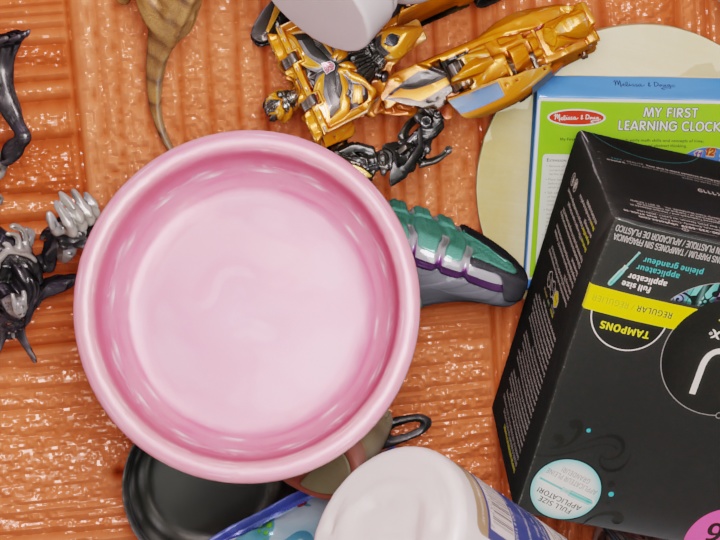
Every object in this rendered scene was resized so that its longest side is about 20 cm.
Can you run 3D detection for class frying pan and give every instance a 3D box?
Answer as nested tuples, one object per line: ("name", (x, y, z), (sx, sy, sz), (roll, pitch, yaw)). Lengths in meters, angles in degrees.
("frying pan", (-0.063, 0.108, 1.362), (0.190, 0.031, 0.115), (-38, 105, -4))

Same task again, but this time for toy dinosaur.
("toy dinosaur", (-0.115, -0.153, 1.286), (0.060, 0.107, 0.201), (-10, 144, -33))

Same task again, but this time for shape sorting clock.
("shape sorting clock", (0.170, -0.055, 1.363), (0.198, 0.039, 0.202), (-1, 111, -3))

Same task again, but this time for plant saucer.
("plant saucer", (-0.064, 0.022, 1.260), (0.199, 0.051, 0.202), (0, 82, 4))

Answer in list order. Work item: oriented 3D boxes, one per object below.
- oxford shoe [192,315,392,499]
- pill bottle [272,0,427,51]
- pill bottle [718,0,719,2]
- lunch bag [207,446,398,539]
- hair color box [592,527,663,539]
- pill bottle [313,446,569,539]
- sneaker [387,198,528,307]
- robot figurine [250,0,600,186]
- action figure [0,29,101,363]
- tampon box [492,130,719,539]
("oxford shoe", (-0.070, 0.058, 1.329), (0.200, 0.074, 0.071), (39, 129, 7))
("pill bottle", (0.029, -0.224, 1.244), (0.111, 0.111, 0.200), (43, 69, -13))
("pill bottle", (0.320, -0.189, 1.321), (0.198, 0.120, 0.121), (8, 99, -9))
("lunch bag", (-0.014, 0.228, 1.338), (0.199, 0.127, 0.171), (-35, 117, -11))
("hair color box", (0.163, 0.273, 1.389), (0.060, 0.100, 0.202), (12, 97, -9))
("pill bottle", (0.072, 0.190, 1.265), (0.111, 0.111, 0.200), (-51, 130, 2))
("sneaker", (0.000, 0.000, 1.340), (0.199, 0.074, 0.088), (20, 107, 0))
("robot figurine", (0.033, -0.138, 1.304), (0.199, 0.058, 0.146), (-25, 79, -5))
("action figure", (-0.219, -0.034, 1.280), (0.118, 0.102, 0.202), (-14, 100, -17))
("tampon box", (0.180, 0.044, 1.313), (0.149, 0.126, 0.201), (11, 115, -9))
